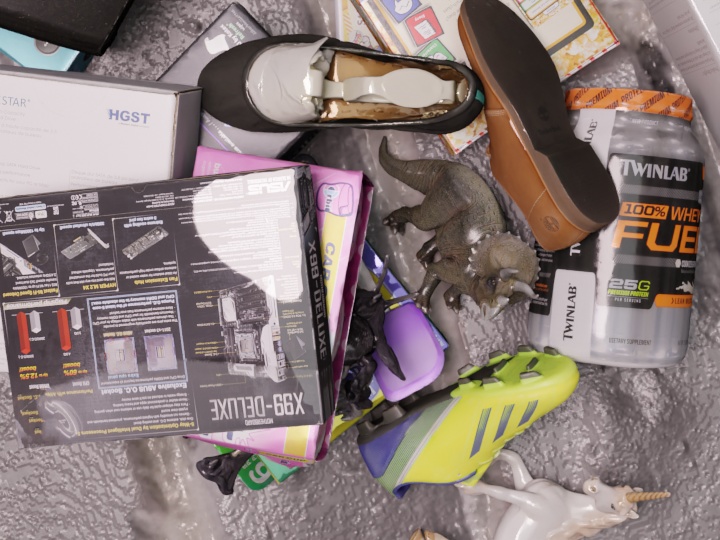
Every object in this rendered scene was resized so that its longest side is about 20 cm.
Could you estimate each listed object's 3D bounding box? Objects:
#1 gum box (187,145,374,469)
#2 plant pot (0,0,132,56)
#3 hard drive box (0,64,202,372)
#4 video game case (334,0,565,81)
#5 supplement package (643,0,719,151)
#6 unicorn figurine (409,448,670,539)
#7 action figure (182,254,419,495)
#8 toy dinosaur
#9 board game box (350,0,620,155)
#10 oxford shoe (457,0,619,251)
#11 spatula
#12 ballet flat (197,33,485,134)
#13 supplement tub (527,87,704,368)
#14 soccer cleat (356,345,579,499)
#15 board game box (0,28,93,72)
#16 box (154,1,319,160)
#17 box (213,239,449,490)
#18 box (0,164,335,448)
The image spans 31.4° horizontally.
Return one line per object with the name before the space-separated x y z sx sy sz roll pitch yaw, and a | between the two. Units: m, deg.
gum box | -0.066 0.027 0.860 0.113 0.066 0.201 10 88 8
plant pot | -0.222 -0.252 0.882 0.177 0.200 0.200 29 92 -12
hard drive box | -0.196 -0.032 0.868 0.155 0.077 0.201 8 101 5
video game case | 0.068 -0.244 1.007 0.181 0.023 0.201 -3 94 0
supplement package | 0.314 -0.158 0.963 0.117 0.117 0.201 -28 93 1
unicorn figurine | 0.128 0.202 1.012 0.137 0.074 0.201 30 109 -2
action figure | -0.045 0.067 0.940 0.200 0.102 0.119 -38 86 0
toy dinosaur | 0.077 -0.030 0.981 0.102 0.077 0.201 -40 52 29
board game box | 0.078 -0.212 0.974 0.151 0.046 0.201 -33 93 2
oxford shoe | 0.109 -0.106 0.918 0.071 0.071 0.201 -8 69 -37
spatula | 0.000 0.000 0.976 0.056 0.021 0.201 -28 90 4
ballet flat | -0.013 -0.128 0.869 0.199 0.068 0.068 0 91 -3
supplement tub | 0.193 -0.032 0.967 0.122 0.123 0.201 4 93 0
soccer cleat | 0.086 0.117 0.964 0.200 0.065 0.084 -25 97 34
board game box | -0.272 -0.256 0.993 0.200 0.047 0.151 35 92 -2
box | -0.122 -0.089 0.964 0.106 0.122 0.200 45 92 -3
box | -0.043 0.075 1.011 0.200 0.048 0.117 -40 91 3
box | -0.122 0.022 0.799 0.199 0.050 0.159 -6 95 8
